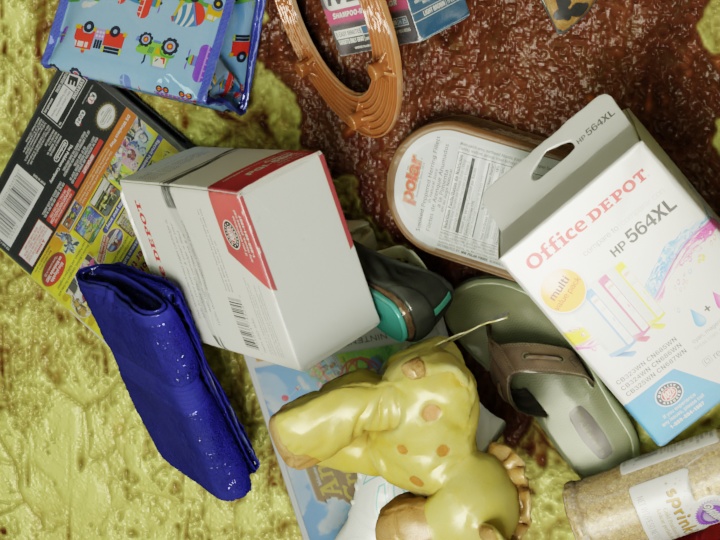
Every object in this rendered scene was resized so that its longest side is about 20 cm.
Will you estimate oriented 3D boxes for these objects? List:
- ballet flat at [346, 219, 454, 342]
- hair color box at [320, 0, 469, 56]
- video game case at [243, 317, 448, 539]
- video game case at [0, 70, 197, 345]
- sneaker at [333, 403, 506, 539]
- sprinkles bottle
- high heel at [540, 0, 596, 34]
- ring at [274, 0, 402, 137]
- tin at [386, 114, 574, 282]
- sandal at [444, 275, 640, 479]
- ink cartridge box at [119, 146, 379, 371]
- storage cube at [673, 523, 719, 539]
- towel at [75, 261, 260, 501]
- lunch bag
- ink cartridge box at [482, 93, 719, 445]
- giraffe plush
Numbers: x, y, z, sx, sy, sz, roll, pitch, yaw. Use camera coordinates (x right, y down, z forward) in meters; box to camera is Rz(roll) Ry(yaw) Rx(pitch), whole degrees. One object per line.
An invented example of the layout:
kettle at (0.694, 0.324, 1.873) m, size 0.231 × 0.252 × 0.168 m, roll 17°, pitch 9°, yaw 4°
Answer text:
ballet flat at (0.000, 0.000, 1.078) m, size 0.199 × 0.068 × 0.068 m, roll 31°, pitch 145°, yaw 42°
hair color box at (-0.001, -0.267, 0.990) m, size 0.100 × 0.060 × 0.202 m, roll 0°, pitch 116°, yaw 51°
video game case at (0.006, 0.132, 1.124) m, size 0.181 × 0.022 × 0.202 m, roll -11°, pitch 104°, yaw 25°
video game case at (-0.235, -0.062, 1.196) m, size 0.180 × 0.025 × 0.201 m, roll 39°, pitch 113°, yaw 11°
sneaker at (0.029, 0.166, 1.083) m, size 0.080 × 0.070 × 0.201 m, roll 43°, pitch 110°, yaw 8°
sprinkles bottle at (0.252, 0.156, 0.995) m, size 0.199 × 0.068 × 0.069 m, roll -23°, pitch 92°, yaw 16°
high heel at (0.087, -0.258, 0.988) m, size 0.198 × 0.071 × 0.144 m, roll 12°, pitch 102°, yaw 13°
ring at (-0.028, -0.192, 1.007) m, size 0.019 × 0.200 × 0.202 m, roll -27°, pitch 90°, yaw -18°
tin at (0.114, -0.053, 1.044) m, size 0.198 × 0.042 × 0.113 m, roll 18°, pitch 104°, yaw 19°
sandal at (0.144, 0.084, 1.047) m, size 0.201 × 0.057 × 0.080 m, roll 49°, pitch 114°, yaw 8°
ink cartridge box at (-0.091, -0.016, 1.049) m, size 0.199 × 0.083 × 0.148 m, roll 11°, pitch 124°, yaw 54°
storage cube at (0.238, 0.315, 0.992) m, size 0.200 × 0.180 × 0.171 m, roll -43°, pitch 83°, yaw 26°
towel at (-0.159, 0.089, 1.130) m, size 0.147 × 0.049 × 0.201 m, roll 23°, pitch 139°, yaw 51°
lunch bag at (-0.154, -0.243, 1.089) m, size 0.149 × 0.094 × 0.202 m, roll 15°, pitch 95°, yaw 16°
ink cartridge box at (0.188, -0.008, 0.939) m, size 0.128 × 0.125 × 0.200 m, roll -40°, pitch 99°, yaw 15°
giraffe plush at (0.050, 0.140, 0.955) m, size 0.199 × 0.172 × 0.163 m, roll -24°, pitch 89°, yaw 32°
